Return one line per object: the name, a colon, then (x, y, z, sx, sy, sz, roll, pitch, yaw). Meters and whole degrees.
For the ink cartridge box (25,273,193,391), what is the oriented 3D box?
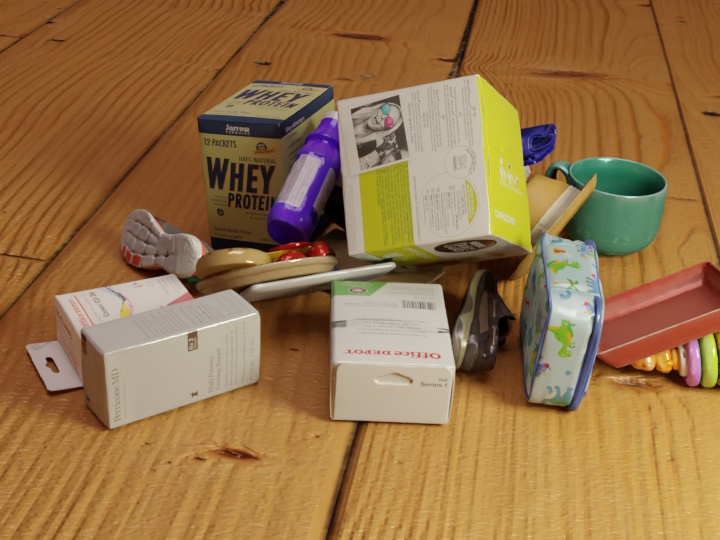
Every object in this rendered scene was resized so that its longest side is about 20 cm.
ink cartridge box: (-0.300, 0.074, 1.383, 0.198, 0.068, 0.116, -12, 32, -28)

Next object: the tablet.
tablet: (-0.063, 0.017, 1.482, 0.197, 0.014, 0.130, -10, -6, -20)

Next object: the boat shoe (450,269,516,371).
boat shoe: (0.159, 0.071, 1.461, 0.072, 0.075, 0.201, 20, 36, 5)

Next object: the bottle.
bottle: (-0.066, -0.130, 1.567, 0.064, 0.084, 0.202, 22, 64, 3)

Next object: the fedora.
fedora: (0.252, -0.079, 1.606, 0.082, 0.201, 0.200, 39, 36, 7)

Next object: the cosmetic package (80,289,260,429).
cosmetic package: (-0.218, 0.100, 1.311, 0.198, 0.103, 0.074, -17, 33, -33)

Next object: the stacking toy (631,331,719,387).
stacking toy: (0.432, 0.105, 1.405, 0.197, 0.111, 0.116, -6, 18, 5)

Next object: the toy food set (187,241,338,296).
toy food set: (-0.126, -0.002, 1.480, 0.197, 0.049, 0.198, -10, -5, -16)

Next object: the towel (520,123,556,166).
towel: (0.178, -0.167, 1.638, 0.197, 0.050, 0.147, -6, 11, 27)

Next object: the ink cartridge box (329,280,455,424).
ink cartridge box: (0.033, 0.095, 1.368, 0.144, 0.085, 0.201, 3, 28, -2)

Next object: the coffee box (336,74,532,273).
coffee box: (0.100, -0.118, 1.472, 0.195, 0.203, 0.199, -8, -9, 22)

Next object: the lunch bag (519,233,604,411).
lunch bag: (0.242, 0.062, 1.382, 0.081, 0.163, 0.201, 9, 30, 0)

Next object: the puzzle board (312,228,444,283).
puzzle board: (0.000, 0.000, 1.619, 0.198, 0.018, 0.150, 20, 33, 29)

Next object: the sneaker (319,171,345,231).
sneaker: (0.022, -0.113, 1.696, 0.197, 0.115, 0.076, 0, 39, -28)

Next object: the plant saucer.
plant saucer: (0.378, 0.059, 1.432, 0.197, 0.037, 0.200, -21, 11, 6)

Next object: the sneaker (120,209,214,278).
sneaker: (-0.266, -0.026, 1.600, 0.199, 0.078, 0.081, 27, 5, 43)

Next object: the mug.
mug: (0.382, -0.099, 1.749, 0.150, 0.116, 0.185, -5, 28, -15)

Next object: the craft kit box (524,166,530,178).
craft kit box: (0.143, -0.102, 1.675, 0.196, 0.049, 0.200, -25, 10, 25)

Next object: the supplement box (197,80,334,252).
supplement box: (-0.130, -0.156, 1.682, 0.132, 0.203, 0.200, 7, 27, 20)
